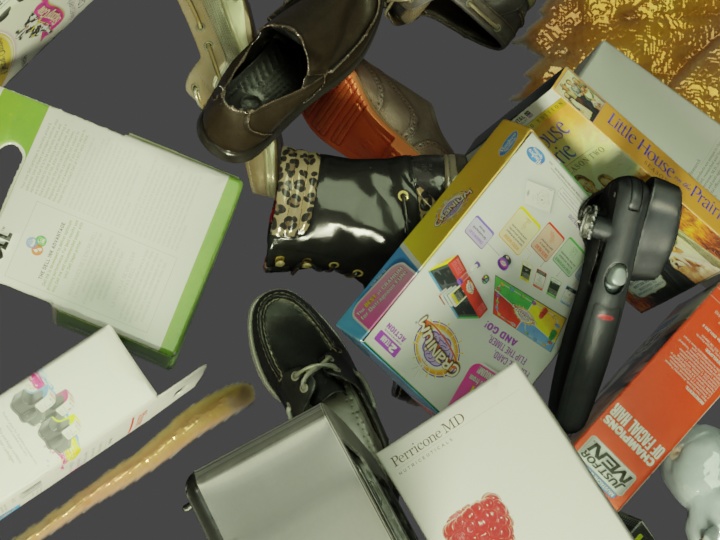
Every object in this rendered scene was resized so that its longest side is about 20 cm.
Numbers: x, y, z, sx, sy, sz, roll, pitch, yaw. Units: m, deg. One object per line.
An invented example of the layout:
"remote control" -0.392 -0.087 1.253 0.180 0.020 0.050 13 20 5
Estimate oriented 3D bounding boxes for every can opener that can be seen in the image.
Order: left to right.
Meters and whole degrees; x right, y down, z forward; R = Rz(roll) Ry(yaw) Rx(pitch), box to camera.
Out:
"can opener" 0.178 0.025 1.200 0.078 0.063 0.201 17 99 -1

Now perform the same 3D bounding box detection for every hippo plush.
"hippo plush" 0.329 0.171 1.285 0.160 0.159 0.201 -33 68 15

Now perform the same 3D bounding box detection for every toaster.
"toaster" -0.025 0.199 1.116 0.118 0.181 0.201 -30 66 1

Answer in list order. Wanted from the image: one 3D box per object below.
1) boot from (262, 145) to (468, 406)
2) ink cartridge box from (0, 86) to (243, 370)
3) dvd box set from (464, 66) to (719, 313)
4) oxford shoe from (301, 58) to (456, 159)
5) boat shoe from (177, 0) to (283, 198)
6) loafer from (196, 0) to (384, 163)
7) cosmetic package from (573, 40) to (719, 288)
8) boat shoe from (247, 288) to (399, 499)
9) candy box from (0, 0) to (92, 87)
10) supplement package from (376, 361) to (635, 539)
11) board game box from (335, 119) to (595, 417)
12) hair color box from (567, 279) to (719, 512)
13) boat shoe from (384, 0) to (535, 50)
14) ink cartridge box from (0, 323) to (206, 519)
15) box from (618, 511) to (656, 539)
"boot" 0.000 0.000 1.252 0.149 0.073 0.201 7 110 -5
"ink cartridge box" -0.208 -0.032 1.245 0.199 0.076 0.149 22 75 -4
"dvd box set" 0.192 -0.058 1.273 0.200 0.146 0.029 40 60 -9
"oxford shoe" 0.011 -0.129 1.320 0.073 0.071 0.200 -31 82 -42
"boat shoe" -0.106 -0.149 1.295 0.065 0.072 0.201 -14 81 -1
"loafer" -0.044 -0.165 1.232 0.073 0.071 0.200 36 69 1
"cosmetic package" 0.240 -0.084 1.321 0.199 0.108 0.085 34 74 0
"boat shoe" -0.027 0.102 1.255 0.073 0.060 0.201 -21 82 -12
"candy box" -0.235 -0.242 1.254 0.061 0.136 0.200 43 75 2
"supplement package" 0.118 0.186 1.129 0.121 0.120 0.201 -34 71 2
"board game box" 0.097 0.013 1.217 0.200 0.040 0.153 -50 122 -7
"hair color box" 0.226 0.103 1.275 0.064 0.111 0.200 43 73 2
"boat shoe" 0.047 -0.241 1.338 0.199 0.075 0.074 20 75 -4
"ink cartridge box" -0.216 0.106 1.191 0.199 0.115 0.068 -34 86 -16
"box" 0.176 0.307 1.226 0.200 0.044 0.160 -45 111 -16
